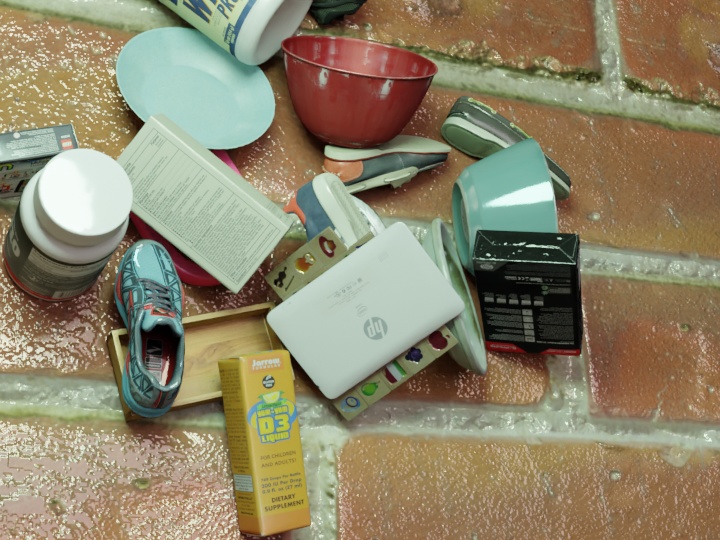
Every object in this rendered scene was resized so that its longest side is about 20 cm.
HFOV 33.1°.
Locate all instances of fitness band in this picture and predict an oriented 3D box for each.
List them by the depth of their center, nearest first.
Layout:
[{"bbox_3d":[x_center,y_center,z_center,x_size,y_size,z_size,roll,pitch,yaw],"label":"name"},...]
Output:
[{"bbox_3d":[-0.202,-0.077,1.459,0.143,0.037,0.200,-29,84,-30],"label":"fitness band"}]

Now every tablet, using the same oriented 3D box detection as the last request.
[{"bbox_3d":[0.005,0.048,1.396,0.200,0.014,0.130,-35,100,14],"label":"tablet"}]

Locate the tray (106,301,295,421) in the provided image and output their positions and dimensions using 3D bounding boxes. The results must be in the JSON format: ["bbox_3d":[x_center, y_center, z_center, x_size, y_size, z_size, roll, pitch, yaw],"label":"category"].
[{"bbox_3d":[-0.183,0.103,1.401,0.200,0.037,0.099,-10,75,-28],"label":"tray"}]

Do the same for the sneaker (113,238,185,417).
[{"bbox_3d":[-0.218,0.054,1.328,0.079,0.096,0.201,0,71,-25],"label":"sneaker"}]

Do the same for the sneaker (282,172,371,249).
[{"bbox_3d":[-0.022,-0.013,1.444,0.200,0.084,0.075,61,22,-3],"label":"sneaker"}]

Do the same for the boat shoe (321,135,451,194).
[{"bbox_3d":[0.034,-0.136,1.572,0.200,0.071,0.063,-11,114,-38],"label":"boat shoe"}]

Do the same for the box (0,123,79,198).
[{"bbox_3d":[-0.418,-0.110,1.333,0.200,0.110,0.035,-12,76,-28],"label":"box"}]

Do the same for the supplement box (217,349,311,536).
[{"bbox_3d":[-0.108,0.192,1.362,0.066,0.069,0.201,-7,85,-28],"label":"supplement box"}]

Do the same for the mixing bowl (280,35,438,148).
[{"bbox_3d":[-0.010,-0.221,1.532,0.200,0.200,0.109,1,114,-24],"label":"mixing bowl"}]

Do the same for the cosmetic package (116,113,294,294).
[{"bbox_3d":[-0.185,-0.077,1.385,0.200,0.073,0.104,40,99,-4],"label":"cosmetic package"}]

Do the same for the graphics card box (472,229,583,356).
[{"bbox_3d":[0.208,0.030,1.491,0.125,0.200,0.051,3,55,15],"label":"graphics card box"}]

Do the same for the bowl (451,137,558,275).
[{"bbox_3d":[0.178,-0.064,1.554,0.105,0.201,0.201,-8,73,-5],"label":"bowl"}]

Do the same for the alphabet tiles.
[{"bbox_3d":[-0.012,0.055,1.410,0.167,0.008,0.200,-37,99,14],"label":"alphabet tiles"}]

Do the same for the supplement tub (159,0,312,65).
[{"bbox_3d":[-0.171,-0.366,1.508,0.200,0.145,0.145,37,60,7],"label":"supplement tub"}]

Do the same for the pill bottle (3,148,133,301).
[{"bbox_3d":[-0.314,-0.049,1.304,0.114,0.200,0.114,8,68,-21],"label":"pill bottle"}]

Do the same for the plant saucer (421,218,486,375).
[{"bbox_3d":[0.105,0.038,1.494,0.050,0.200,0.201,-17,76,10],"label":"plant saucer"}]

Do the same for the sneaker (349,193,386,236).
[{"bbox_3d":[0.000,0.000,1.497,0.086,0.080,0.200,-29,84,-28],"label":"sneaker"}]

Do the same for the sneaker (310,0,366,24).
[{"bbox_3d":[-0.079,-0.386,1.613,0.199,0.114,0.076,13,57,11],"label":"sneaker"}]

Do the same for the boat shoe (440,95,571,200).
[{"bbox_3d":[0.208,-0.168,1.655,0.201,0.072,0.061,31,63,-10],"label":"boat shoe"}]

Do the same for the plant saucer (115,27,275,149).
[{"bbox_3d":[-0.205,-0.214,1.490,0.200,0.039,0.201,14,48,-17],"label":"plant saucer"}]
